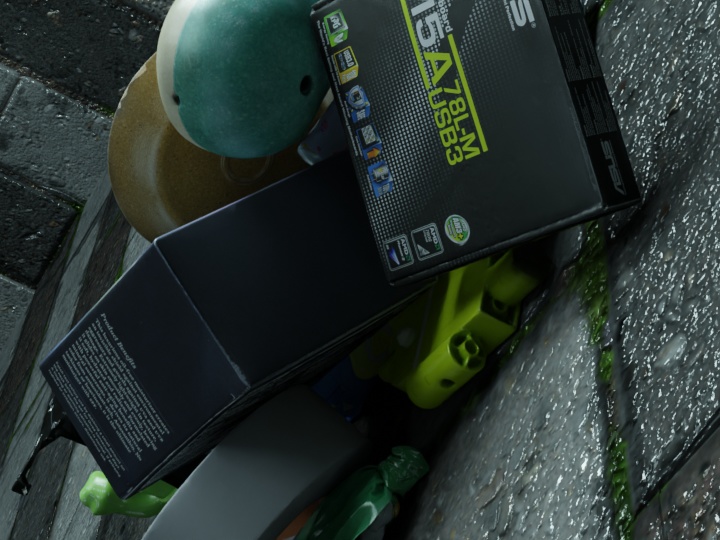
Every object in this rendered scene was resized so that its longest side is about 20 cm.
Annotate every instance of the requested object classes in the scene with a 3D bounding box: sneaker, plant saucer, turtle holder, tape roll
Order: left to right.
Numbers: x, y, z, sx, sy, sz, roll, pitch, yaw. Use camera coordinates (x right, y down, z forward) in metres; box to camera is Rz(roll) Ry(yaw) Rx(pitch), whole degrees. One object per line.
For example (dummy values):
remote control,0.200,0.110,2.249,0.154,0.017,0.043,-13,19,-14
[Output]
turtle holder,-0.200,0.156,1.737,0.186,0.131,0.142,-46,24,48
plant saucer,-0.090,-0.090,1.324,0.202,0.199,0.035,-60,35,13
tape roll,-0.079,0.177,1.245,0.200,0.066,0.201,-47,-13,-14
sneaker,-0.033,0.068,1.426,0.106,0.075,0.200,-65,16,-1

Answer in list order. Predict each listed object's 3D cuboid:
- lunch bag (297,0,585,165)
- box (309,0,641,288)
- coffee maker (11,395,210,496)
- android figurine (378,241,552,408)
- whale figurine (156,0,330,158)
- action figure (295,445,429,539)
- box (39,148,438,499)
lunch bag,0.077,-0.138,1.297,0.200,0.127,0.170,-42,-6,-48
box,0.068,-0.109,1.122,0.192,0.047,0.202,-19,86,47
coffee maker,-0.161,0.135,1.510,0.193,0.199,0.135,-53,16,26
android figurine,0.071,0.014,1.235,0.200,0.041,0.183,-43,26,50
whale figurine,-0.047,-0.157,1.228,0.103,0.161,0.199,23,43,39
action figure,-0.020,0.202,1.208,0.201,0.054,0.118,-54,15,11
box,-0.086,0.036,1.236,0.199,0.124,0.198,-28,-8,-43
